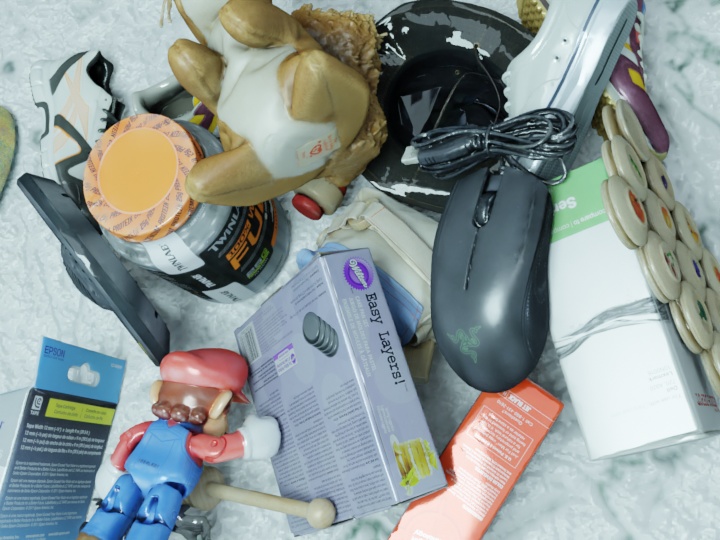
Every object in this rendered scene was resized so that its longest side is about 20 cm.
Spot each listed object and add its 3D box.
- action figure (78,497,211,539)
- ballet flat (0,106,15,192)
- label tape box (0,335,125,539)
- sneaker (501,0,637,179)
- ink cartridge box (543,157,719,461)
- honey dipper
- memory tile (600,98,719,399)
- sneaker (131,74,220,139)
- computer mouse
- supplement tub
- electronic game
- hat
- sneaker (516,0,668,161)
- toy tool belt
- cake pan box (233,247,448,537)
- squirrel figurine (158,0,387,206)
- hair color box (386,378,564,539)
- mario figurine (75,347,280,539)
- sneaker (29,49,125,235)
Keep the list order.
[{"bbox_3d":[-0.187,0.255,0.755,0.120,0.101,0.201,-63,27,22],"label":"action figure"},{"bbox_3d":[-0.403,-0.081,0.907,0.069,0.071,0.204,9,79,16],"label":"ballet flat"},{"bbox_3d":[-0.287,0.162,0.778,0.065,0.143,0.204,9,79,15],"label":"label tape box"},{"bbox_3d":[0.145,-0.132,0.710,0.070,0.073,0.202,30,99,27],"label":"sneaker"},{"bbox_3d":[0.197,0.036,0.678,0.083,0.145,0.203,-21,72,24],"label":"ink cartridge box"},{"bbox_3d":[-0.092,0.187,0.730,0.198,0.038,0.039,-1,74,45],"label":"honey dipper"},{"bbox_3d":[0.229,-0.017,0.655,0.017,0.201,0.154,-25,27,31],"label":"memory tile"},{"bbox_3d":[-0.115,-0.163,0.840,0.197,0.090,0.076,-18,73,10],"label":"sneaker"},{"bbox_3d":[0.085,-0.014,0.643,0.137,0.052,0.204,-3,83,36],"label":"computer mouse"},{"bbox_3d":[-0.143,-0.049,0.762,0.120,0.200,0.125,-3,77,13],"label":"supplement tub"},{"bbox_3d":[-0.230,0.001,0.775,0.041,0.201,0.200,-38,70,-14],"label":"electronic game"},{"bbox_3d":[0.080,-0.137,0.792,0.197,0.081,0.205,-1,84,8],"label":"hat"},{"bbox_3d":[0.218,-0.188,0.763,0.089,0.075,0.202,-31,77,-1],"label":"sneaker"},{"bbox_3d":[0.000,0.000,0.757,0.198,0.125,0.124,30,77,19],"label":"toy tool belt"},{"bbox_3d":[-0.028,0.104,0.708,0.052,0.200,0.187,-9,73,-31],"label":"cake pan box"},{"bbox_3d":[-0.067,-0.162,0.698,0.141,0.199,0.188,-43,65,28],"label":"squirrel figurine"},{"bbox_3d":[0.081,0.176,0.703,0.061,0.102,0.202,32,86,15],"label":"hair color box"},{"bbox_3d":[-0.142,0.156,0.728,0.122,0.106,0.202,28,58,-6],"label":"mario figurine"},{"bbox_3d":[-0.269,-0.132,0.882,0.079,0.074,0.203,-19,73,7],"label":"sneaker"}]
